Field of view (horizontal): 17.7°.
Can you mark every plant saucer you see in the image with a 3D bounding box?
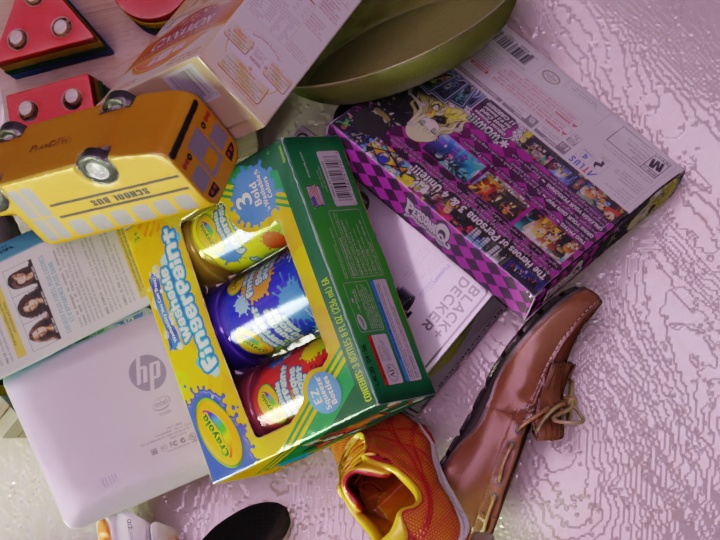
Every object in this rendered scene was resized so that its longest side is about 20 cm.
[{"bbox_3d":[0.031,-0.172,1.694,0.199,0.200,0.031,-21,112,9],"label":"plant saucer"}]

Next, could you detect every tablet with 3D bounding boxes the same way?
[{"bbox_3d":[-0.149,0.096,1.702,0.199,0.014,0.131,-22,75,-16],"label":"tablet"}]

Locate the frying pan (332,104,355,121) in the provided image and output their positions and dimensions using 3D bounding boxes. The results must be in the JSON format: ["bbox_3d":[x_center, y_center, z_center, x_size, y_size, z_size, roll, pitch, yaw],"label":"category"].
[{"bbox_3d":[0.064,-0.079,1.722,0.189,0.031,0.115,14,39,-21],"label":"frying pan"}]

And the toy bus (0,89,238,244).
[{"bbox_3d":[-0.189,-0.071,1.634,0.199,0.078,0.065,-12,44,36],"label":"toy bus"}]

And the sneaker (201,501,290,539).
[{"bbox_3d":[-0.097,0.273,1.687,0.067,0.108,0.202,-2,41,41],"label":"sneaker"}]

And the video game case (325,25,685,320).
[{"bbox_3d":[0.104,-0.080,1.669,0.200,0.036,0.181,40,55,17],"label":"video game case"}]

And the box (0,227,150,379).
[{"bbox_3d":[-0.255,0.025,1.697,0.199,0.049,0.083,-27,108,-24],"label":"box"}]

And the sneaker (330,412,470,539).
[{"bbox_3d":[0.016,0.141,1.631,0.073,0.077,0.200,-56,28,7],"label":"sneaker"}]

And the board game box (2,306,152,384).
[{"bbox_3d":[-0.174,0.075,1.763,0.199,0.030,0.096,19,84,14],"label":"board game box"}]

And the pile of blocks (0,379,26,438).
[{"bbox_3d":[-0.326,0.102,1.760,0.199,0.062,0.083,-15,81,20],"label":"pile of blocks"}]

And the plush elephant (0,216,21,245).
[{"bbox_3d":[-0.324,-0.033,1.757,0.154,0.200,0.165,11,108,-17],"label":"plush elephant"}]

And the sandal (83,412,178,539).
[{"bbox_3d":[-0.166,0.188,1.710,0.059,0.079,0.208,-9,82,-8],"label":"sandal"}]

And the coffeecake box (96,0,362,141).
[{"bbox_3d":[-0.079,-0.179,1.680,0.073,0.153,0.200,46,59,-17],"label":"coffeecake box"}]

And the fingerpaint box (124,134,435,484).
[{"bbox_3d":[-0.061,0.028,1.637,0.166,0.073,0.201,-27,77,36],"label":"fingerpaint box"}]

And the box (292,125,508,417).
[{"bbox_3d":[0.000,0.000,1.715,0.200,0.060,0.117,42,92,17],"label":"box"}]

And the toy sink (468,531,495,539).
[{"bbox_3d":[0.105,0.259,1.585,0.199,0.130,0.113,7,111,16],"label":"toy sink"}]

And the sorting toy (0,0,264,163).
[{"bbox_3d":[-0.193,-0.164,1.790,0.199,0.070,0.200,-14,76,11],"label":"sorting toy"}]

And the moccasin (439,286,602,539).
[{"bbox_3d":[0.120,0.105,1.659,0.078,0.074,0.202,30,86,10],"label":"moccasin"}]
